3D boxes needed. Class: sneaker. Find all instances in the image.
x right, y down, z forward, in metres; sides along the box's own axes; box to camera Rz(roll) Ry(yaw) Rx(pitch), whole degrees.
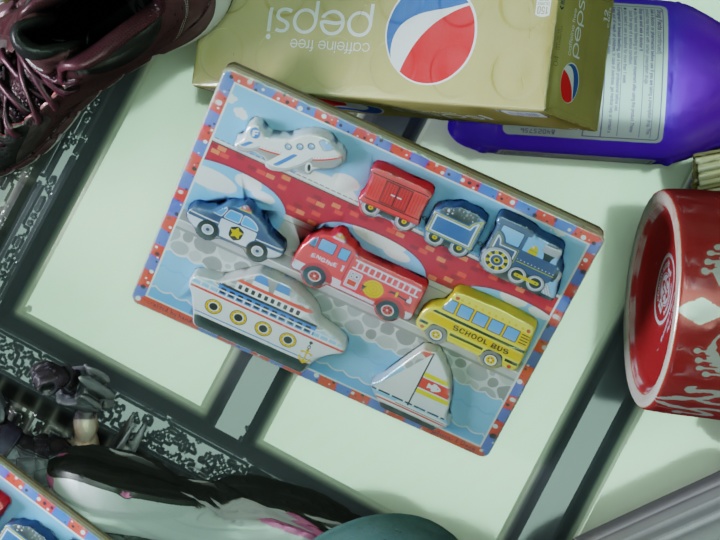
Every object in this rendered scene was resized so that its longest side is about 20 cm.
[{"bbox_3d":[-0.072,0.149,1.313,0.199,0.080,0.087,16,103,-18],"label":"sneaker"},{"bbox_3d":[-0.162,-0.103,1.276,0.199,0.115,0.076,-34,90,20],"label":"sneaker"}]

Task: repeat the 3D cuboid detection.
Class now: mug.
[{"bbox_3d":[0.239,0.001,1.299,0.198,0.133,0.179,4,94,-7],"label":"mug"}]

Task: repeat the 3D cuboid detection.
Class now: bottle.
[{"bbox_3d":[0.145,-0.096,1.340,0.198,0.065,0.084,3,85,-3],"label":"bottle"}]

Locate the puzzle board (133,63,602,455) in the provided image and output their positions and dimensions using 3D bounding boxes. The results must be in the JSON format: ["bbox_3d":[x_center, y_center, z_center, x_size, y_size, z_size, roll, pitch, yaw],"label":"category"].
[{"bbox_3d":[0.000,0.000,1.308,0.199,0.017,0.151,24,124,-2],"label":"puzzle board"}]

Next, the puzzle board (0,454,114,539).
[{"bbox_3d":[-0.208,0.148,1.277,0.200,0.017,0.151,36,114,7],"label":"puzzle board"}]

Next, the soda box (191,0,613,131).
[{"bbox_3d":[0.019,-0.111,1.288,0.199,0.064,0.068,7,88,29],"label":"soda box"}]

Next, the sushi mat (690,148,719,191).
[{"bbox_3d":[0.265,-0.035,1.348,0.198,0.012,0.096,-11,125,-3],"label":"sushi mat"}]

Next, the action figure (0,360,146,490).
[{"bbox_3d":[-0.195,0.080,1.320,0.200,0.069,0.130,41,82,-4],"label":"action figure"}]

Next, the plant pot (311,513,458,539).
[{"bbox_3d":[0.037,0.218,1.230,0.199,0.188,0.201,-14,122,-23],"label":"plant pot"}]

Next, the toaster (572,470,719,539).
[{"bbox_3d":[0.174,0.182,1.314,0.128,0.114,0.201,-21,90,-1],"label":"toaster"}]

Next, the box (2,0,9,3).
[{"bbox_3d":[-0.126,-0.234,1.301,0.199,0.021,0.164,-35,48,-3],"label":"box"}]
